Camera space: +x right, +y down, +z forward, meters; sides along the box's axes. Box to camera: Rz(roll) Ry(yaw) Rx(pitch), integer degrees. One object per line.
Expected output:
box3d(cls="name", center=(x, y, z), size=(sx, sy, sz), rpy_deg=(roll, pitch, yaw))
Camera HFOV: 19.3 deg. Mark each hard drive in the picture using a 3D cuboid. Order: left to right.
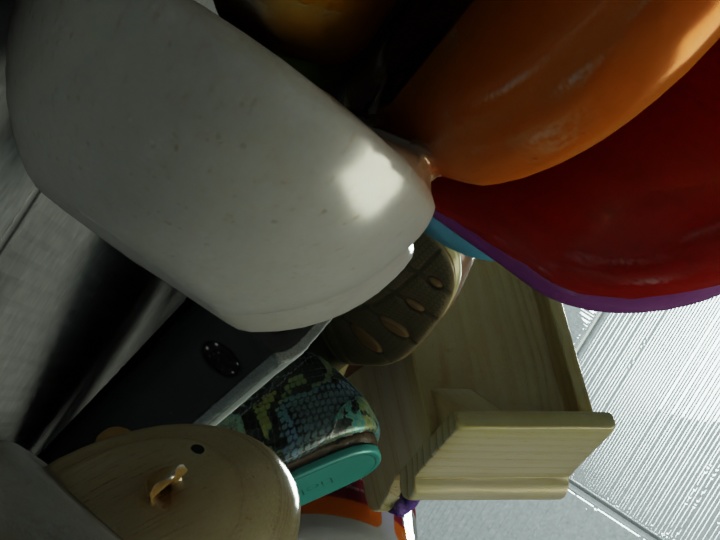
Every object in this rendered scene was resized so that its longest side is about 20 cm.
box3d(cls="hard drive", center=(-0.046, 0.019, 0.750), size=(0.140, 0.033, 0.200), rpy_deg=(-49, -174, -39))

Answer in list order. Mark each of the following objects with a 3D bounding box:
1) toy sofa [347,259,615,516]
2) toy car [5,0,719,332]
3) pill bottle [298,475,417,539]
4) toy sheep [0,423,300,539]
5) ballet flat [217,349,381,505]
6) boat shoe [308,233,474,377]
box3d(cls="toy sofa", center=(0.041, 0.011, 0.981), size=(0.098, 0.082, 0.201), rpy_deg=(125, -40, -50))
box3d(cls="toy car", center=(0.033, -0.055, 0.417), size=(0.176, 0.149, 0.200), rpy_deg=(-58, 179, -4))
box3d(cls="pill bottle", center=(-0.029, 0.084, 1.045), size=(0.201, 0.109, 0.110), rpy_deg=(-93, -154, -44))
box3d(cls="toy sheep", center=(-0.087, 0.119, 0.512), size=(0.200, 0.138, 0.138), rpy_deg=(-51, 178, -11))
box3d(cls="ballet flat", center=(-0.089, 0.092, 0.856), size=(0.199, 0.075, 0.074), rpy_deg=(-25, 170, -13))
box3d(cls="boat shoe", center=(0.000, 0.000, 0.882), size=(0.068, 0.072, 0.200), rpy_deg=(-43, -179, -27))
